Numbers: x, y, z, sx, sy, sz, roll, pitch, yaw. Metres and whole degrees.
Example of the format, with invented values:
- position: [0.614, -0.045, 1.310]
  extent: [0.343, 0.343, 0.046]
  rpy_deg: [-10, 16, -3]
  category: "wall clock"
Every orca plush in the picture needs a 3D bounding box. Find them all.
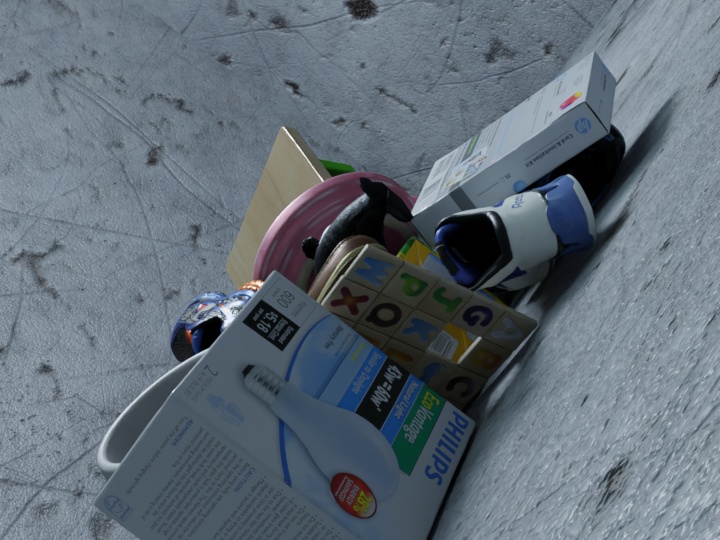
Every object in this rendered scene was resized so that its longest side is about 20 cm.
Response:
- position: [0.000, 0.000, 1.221]
  extent: [0.200, 0.105, 0.071]
  rpy_deg: [-45, 26, 54]
  category: "orca plush"

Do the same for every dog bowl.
- position: [-0.153, 0.140, 1.175]
  extent: [0.200, 0.059, 0.200]
  rpy_deg: [-31, 18, 11]
  category: "dog bowl"

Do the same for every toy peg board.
- position: [-0.051, -0.028, 1.484]
  extent: [0.199, 0.098, 0.200]
  rpy_deg: [-66, 33, 23]
  category: "toy peg board"

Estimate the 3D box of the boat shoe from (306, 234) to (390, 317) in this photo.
- position: [-0.032, 0.045, 1.074]
  extent: [0.072, 0.068, 0.200]
  rpy_deg: [-6, -46, -32]
  category: "boat shoe"

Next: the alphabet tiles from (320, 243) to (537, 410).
- position: [0.020, 0.081, 1.051]
  extent: [0.200, 0.167, 0.008]
  rpy_deg: [-53, 28, 27]
  category: "alphabet tiles"

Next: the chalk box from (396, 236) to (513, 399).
- position: [0.030, 0.094, 1.196]
  extent: [0.200, 0.124, 0.124]
  rpy_deg: [-52, 2, 43]
  category: "chalk box"

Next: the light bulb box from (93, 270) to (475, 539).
- position: [-0.047, 0.139, 0.939]
  extent: [0.125, 0.200, 0.198]
  rpy_deg: [-52, 2, 31]
  category: "light bulb box"

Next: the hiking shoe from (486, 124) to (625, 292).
- position: [0.168, -0.058, 1.212]
  extent: [0.200, 0.074, 0.087]
  rpy_deg: [-54, 0, 18]
  category: "hiking shoe"

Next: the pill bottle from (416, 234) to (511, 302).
- position: [0.119, -0.024, 1.342]
  extent: [0.200, 0.114, 0.114]
  rpy_deg: [-54, 0, -26]
  category: "pill bottle"

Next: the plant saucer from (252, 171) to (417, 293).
- position: [-0.015, -0.005, 1.353]
  extent: [0.200, 0.051, 0.201]
  rpy_deg: [-19, -50, -25]
  category: "plant saucer"

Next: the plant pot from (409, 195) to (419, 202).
- position: [0.036, 0.039, 1.536]
  extent: [0.200, 0.200, 0.179]
  rpy_deg: [-54, 16, 44]
  category: "plant pot"

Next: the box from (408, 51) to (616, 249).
- position: [0.145, -0.115, 1.216]
  extent: [0.200, 0.041, 0.156]
  rpy_deg: [-35, 13, 25]
  category: "box"

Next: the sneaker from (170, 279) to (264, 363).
- position: [-0.151, 0.064, 1.338]
  extent: [0.078, 0.075, 0.200]
  rpy_deg: [-40, 7, -35]
  category: "sneaker"

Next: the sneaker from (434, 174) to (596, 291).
- position: [0.113, -0.025, 1.102]
  extent: [0.115, 0.081, 0.199]
  rpy_deg: [-16, -8, -11]
  category: "sneaker"
